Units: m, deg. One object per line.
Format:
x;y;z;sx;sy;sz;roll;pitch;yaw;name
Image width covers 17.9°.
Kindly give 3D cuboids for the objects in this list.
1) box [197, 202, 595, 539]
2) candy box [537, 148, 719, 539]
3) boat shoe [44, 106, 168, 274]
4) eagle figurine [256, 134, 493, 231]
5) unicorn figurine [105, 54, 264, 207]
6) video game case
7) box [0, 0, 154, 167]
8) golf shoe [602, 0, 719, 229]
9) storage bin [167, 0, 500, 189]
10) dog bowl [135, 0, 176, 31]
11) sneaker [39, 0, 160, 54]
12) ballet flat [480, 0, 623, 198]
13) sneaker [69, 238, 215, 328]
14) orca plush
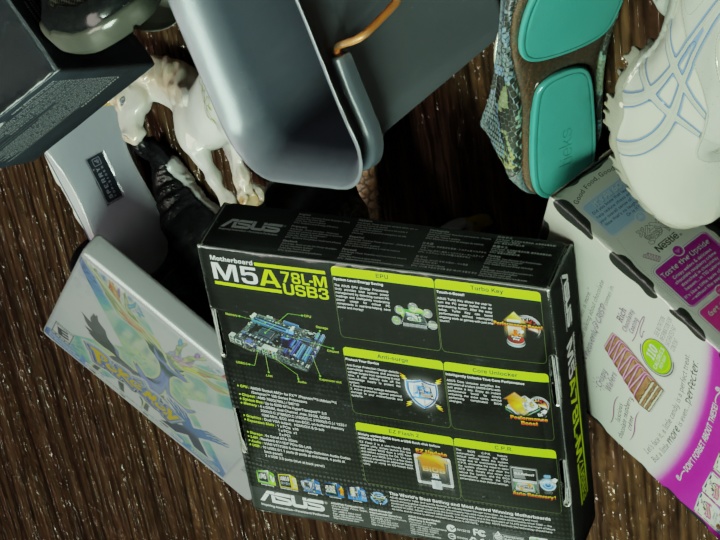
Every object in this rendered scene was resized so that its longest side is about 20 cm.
0.022;0.061;1.227;0.198;0.048;0.195;7;127;21;box
0.174;0.049;1.179;0.200;0.061;0.137;44;151;20;candy box
-0.197;-0.089;1.615;0.065;0.073;0.202;20;128;69;boat shoe
0.006;-0.005;1.329;0.200;0.151;0.152;50;164;-16;eagle figurine
-0.097;-0.093;1.465;0.200;0.074;0.138;-33;82;49;unicorn figurine
-0.129;0.073;1.603;0.200;0.022;0.182;40;155;0;video game case
-0.226;-0.147;1.329;0.149;0.107;0.200;54;-167;2;box
0.164;-0.077;1.017;0.201;0.078;0.098;88;157;-47;golf shoe
-0.012;-0.164;1.166;0.145;0.134;0.201;9;129;55;storage bin
-0.144;-0.246;1.372;0.200;0.059;0.201;38;148;29;dog bowl
-0.165;-0.196;1.235;0.115;0.076;0.200;55;-172;-35;sneaker
0.089;-0.122;1.129;0.074;0.074;0.201;40;146;27;ballet flat
-0.139;0.051;1.679;0.200;0.074;0.088;37;152;31;sneaker
-0.104;-0.001;1.562;0.201;0.071;0.105;57;153;-2;orca plush
